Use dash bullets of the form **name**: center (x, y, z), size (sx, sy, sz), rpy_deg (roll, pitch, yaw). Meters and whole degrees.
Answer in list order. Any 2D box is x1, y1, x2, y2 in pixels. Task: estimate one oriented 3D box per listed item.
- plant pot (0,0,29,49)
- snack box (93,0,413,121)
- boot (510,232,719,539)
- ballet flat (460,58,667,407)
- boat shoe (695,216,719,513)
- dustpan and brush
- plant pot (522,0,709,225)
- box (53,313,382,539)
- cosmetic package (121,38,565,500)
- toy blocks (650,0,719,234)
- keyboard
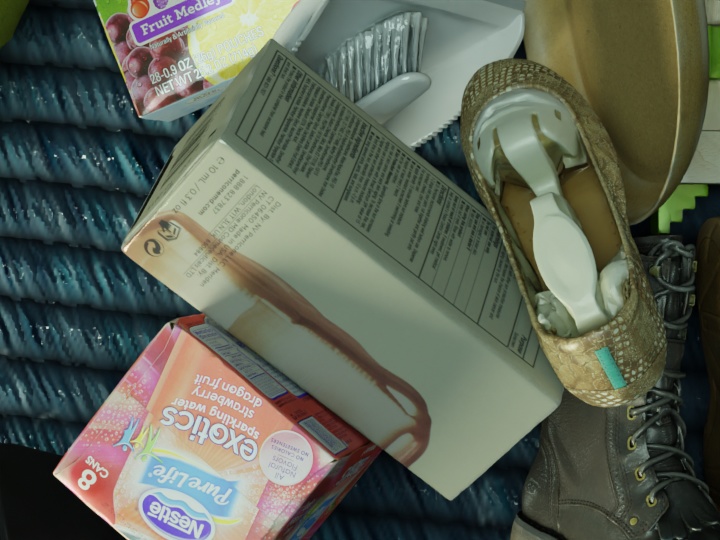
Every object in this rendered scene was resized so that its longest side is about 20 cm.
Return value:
- **plant pot**: center (-0.284, -0.101, 1.223), size (0.200, 0.200, 0.194), rpy_deg (27, 107, 7)
- **snack box**: center (-0.068, -0.199, 1.235), size (0.168, 0.068, 0.201), rpy_deg (-23, 86, 10)
- **boot**: center (0.139, 0.069, 1.169), size (0.200, 0.069, 0.175), rpy_deg (13, 99, 50)
- **ballet flat**: center (0.090, -0.032, 1.122), size (0.070, 0.065, 0.201), rpy_deg (-27, 57, 7)
- **boat shoe**: center (0.211, 0.067, 1.192), size (0.072, 0.072, 0.201), rpy_deg (-10, 102, -12)
- **dustpan and brush**: center (-0.017, -0.069, 1.221), size (0.200, 0.139, 0.057), rpy_deg (-36, 61, 36)
- **plant pot**: center (0.120, -0.122, 1.152), size (0.027, 0.200, 0.201), rpy_deg (-12, 89, -15)
- **box**: center (-0.059, 0.084, 1.172), size (0.103, 0.200, 0.095), rpy_deg (40, 97, 6)
- **cosmetic package**: center (0.000, 0.000, 1.141), size (0.200, 0.103, 0.087), rpy_deg (38, 123, -10)
- **toy blocks**: center (0.214, -0.117, 1.188), size (0.136, 0.100, 0.201), rpy_deg (1, 91, -2)
- **keyboard**: center (-0.123, 0.164, 1.206), size (0.127, 0.200, 0.021), rpy_deg (17, 120, -28)
